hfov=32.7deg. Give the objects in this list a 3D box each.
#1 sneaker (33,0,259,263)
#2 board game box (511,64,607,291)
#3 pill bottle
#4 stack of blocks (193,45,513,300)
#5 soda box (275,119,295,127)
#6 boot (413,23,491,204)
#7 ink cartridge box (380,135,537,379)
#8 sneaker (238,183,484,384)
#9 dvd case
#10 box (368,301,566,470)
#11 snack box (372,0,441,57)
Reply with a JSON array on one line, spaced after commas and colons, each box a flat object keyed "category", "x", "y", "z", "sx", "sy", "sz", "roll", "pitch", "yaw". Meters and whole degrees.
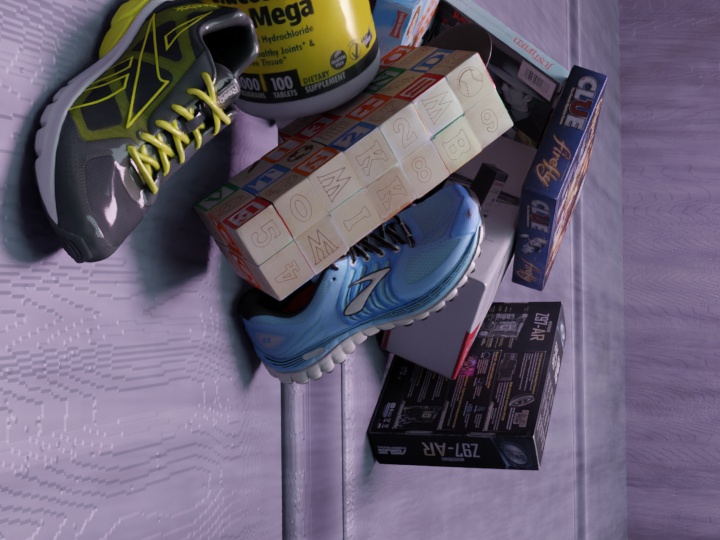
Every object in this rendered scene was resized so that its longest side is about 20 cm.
[{"category": "sneaker", "x": -0.116, "y": -0.090, "z": 0.688, "sx": 0.075, "sy": 0.084, "sz": 0.200, "roll": 65, "pitch": 30, "yaw": -47}, {"category": "board game box", "x": 0.185, "y": -0.081, "z": 1.159, "sx": 0.200, "sy": 0.035, "sz": 0.136, "roll": 80, "pitch": 32, "yaw": -66}, {"category": "pill bottle", "x": -0.060, "y": -0.211, "z": 0.813, "sx": 0.113, "sy": 0.112, "sz": 0.200, "roll": -68, "pitch": 150, "yaw": -48}, {"category": "stack of blocks", "x": -0.011, "y": -0.072, "z": 0.832, "sx": 0.200, "sy": 0.115, "sz": 0.059, "roll": -37, "pitch": 115, "yaw": -14}, {"category": "soda box", "x": -0.041, "y": -0.213, "z": 0.931, "sx": 0.063, "sy": 0.068, "sz": 0.201, "roll": -55, "pitch": 140, "yaw": -61}, {"category": "boot", "x": 0.082, "y": -0.143, "z": 1.185, "sx": 0.187, "sy": 0.064, "sz": 0.200, "roll": -52, "pitch": 165, "yaw": 13}, {"category": "ink cartridge box", "x": 0.103, "y": -0.020, "z": 1.196, "sx": 0.145, "sy": 0.084, "sz": 0.200, "roll": 103, "pitch": 15, "yaw": -48}, {"category": "sneaker", "x": 0.000, "y": 0.000, "z": 0.885, "sx": 0.090, "sy": 0.200, "sz": 0.078, "roll": 53, "pitch": 2, "yaw": -39}, {"category": "dvd case", "x": 0.127, "y": -0.173, "z": 1.218, "sx": 0.022, "sy": 0.146, "sz": 0.200, "roll": -45, "pitch": 165, "yaw": -21}, {"category": "box", "x": 0.110, "y": 0.108, "z": 1.209, "sx": 0.200, "sy": 0.160, "sz": 0.044, "roll": -68, "pitch": 150, "yaw": -50}, {"category": "snack box", "x": 0.041, "y": -0.224, "z": 1.139, "sx": 0.200, "sy": 0.037, "sz": 0.116, "roll": -58, "pitch": 170, "yaw": -57}]
